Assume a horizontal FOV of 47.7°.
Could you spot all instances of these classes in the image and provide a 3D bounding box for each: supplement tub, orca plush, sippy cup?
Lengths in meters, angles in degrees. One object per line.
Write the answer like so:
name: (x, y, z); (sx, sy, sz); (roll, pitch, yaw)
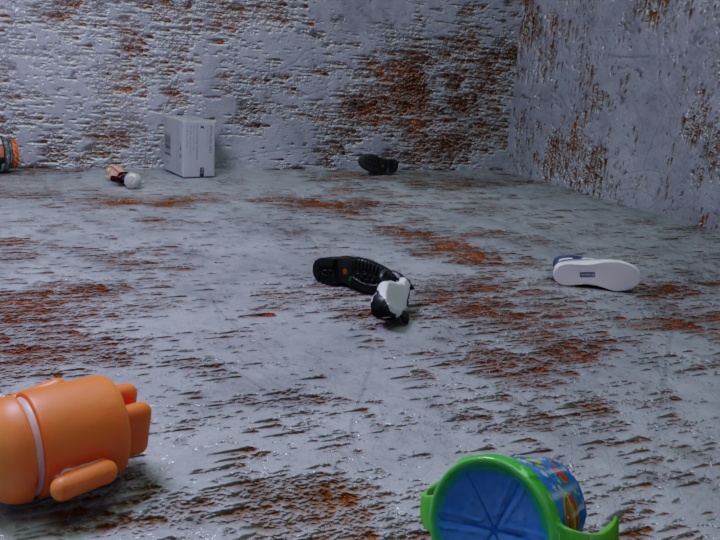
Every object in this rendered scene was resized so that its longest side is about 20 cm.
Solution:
supplement tub: (-1.248, -0.386, 2.701); (0.197, 0.125, 0.122); (-7, 18, -38)
orca plush: (0.044, 0.051, 1.555); (0.070, 0.106, 0.201); (-27, 19, 19)
sippy cup: (0.155, 0.241, 0.797); (0.178, 0.141, 0.129); (44, 23, 29)

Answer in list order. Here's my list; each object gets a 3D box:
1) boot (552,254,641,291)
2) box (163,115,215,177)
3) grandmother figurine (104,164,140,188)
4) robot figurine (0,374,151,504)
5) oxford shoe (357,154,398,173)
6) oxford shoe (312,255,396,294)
boot: (0.543, -0.005, 1.883); (0.195, 0.074, 0.091); (6, 21, 10)
box: (-0.628, -0.457, 2.980); (0.129, 0.204, 0.199); (-7, 18, -34)
grandmother figurine: (-0.780, -0.310, 2.680); (0.120, 0.062, 0.198); (-18, 22, -34)
robot figurine: (-0.330, 0.182, 0.886); (0.197, 0.146, 0.116); (-9, -19, -41)
oxford shoe: (0.056, -0.433, 3.316); (0.197, 0.074, 0.084); (6, 8, -43)
oxford shoe: (0.000, 0.000, 1.726); (0.197, 0.074, 0.084); (14, 16, 32)
